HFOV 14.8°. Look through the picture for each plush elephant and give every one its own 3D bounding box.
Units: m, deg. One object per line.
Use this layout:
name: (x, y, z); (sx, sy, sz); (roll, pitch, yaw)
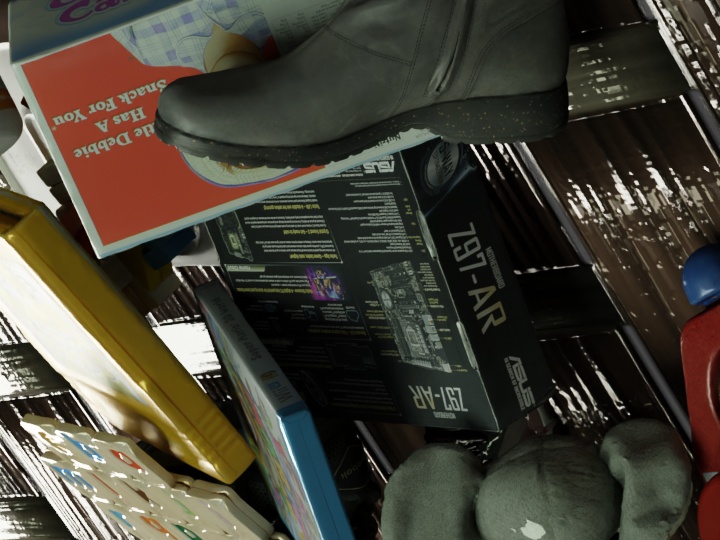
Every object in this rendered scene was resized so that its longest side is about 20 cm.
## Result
plush elephant: (0.095, 0.148, 1.395); (0.165, 0.200, 0.155); (2, 91, 6)

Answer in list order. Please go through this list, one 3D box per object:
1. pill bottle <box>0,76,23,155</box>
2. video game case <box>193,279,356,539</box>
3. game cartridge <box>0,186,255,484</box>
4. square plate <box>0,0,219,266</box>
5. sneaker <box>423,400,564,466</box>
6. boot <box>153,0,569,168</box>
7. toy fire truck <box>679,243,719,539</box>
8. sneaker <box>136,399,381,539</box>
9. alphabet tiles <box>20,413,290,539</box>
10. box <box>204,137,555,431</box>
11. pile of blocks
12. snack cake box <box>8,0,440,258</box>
pill bottle: (-0.273, -0.135, 1.483); (0.200, 0.112, 0.112); (61, 146, 3)
video game case: (-0.038, 0.100, 1.466); (0.200, 0.018, 0.143); (-131, 21, -65)
game cartridge: (-0.161, 0.029, 1.557); (0.200, 0.032, 0.176); (53, 163, -26)
square plate: (-0.156, -0.074, 1.586); (0.198, 0.028, 0.200); (-2, 125, 46)
sneaker: (0.062, 0.136, 1.507); (0.076, 0.116, 0.200); (3, 129, 45)
boot: (0.003, -0.122, 1.239); (0.070, 0.200, 0.132); (-124, 30, -57)
toy fire truck: (0.217, 0.051, 1.286); (0.200, 0.112, 0.168); (-37, 72, 57)
sneaker: (-0.064, 0.133, 1.670); (0.199, 0.076, 0.114); (-12, 111, 45)
alphabet tiles: (-0.106, 0.144, 1.640); (0.196, 0.015, 0.200); (43, 160, -32)
box: (0.000, 0.000, 1.442); (0.200, 0.044, 0.160); (-1, 114, 54)
pile of blocks: (-0.138, -0.041, 1.522); (0.082, 0.062, 0.200); (18, 139, 33)
snack cake box: (-0.054, -0.098, 1.315); (0.200, 0.067, 0.115); (-19, 123, 4)
